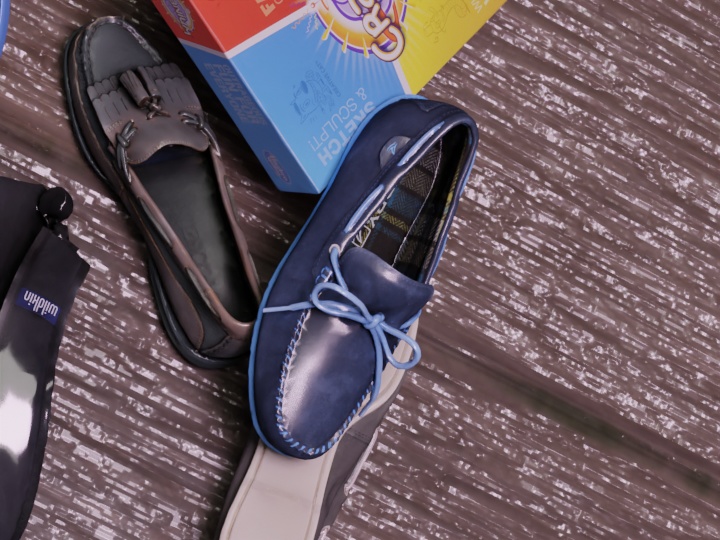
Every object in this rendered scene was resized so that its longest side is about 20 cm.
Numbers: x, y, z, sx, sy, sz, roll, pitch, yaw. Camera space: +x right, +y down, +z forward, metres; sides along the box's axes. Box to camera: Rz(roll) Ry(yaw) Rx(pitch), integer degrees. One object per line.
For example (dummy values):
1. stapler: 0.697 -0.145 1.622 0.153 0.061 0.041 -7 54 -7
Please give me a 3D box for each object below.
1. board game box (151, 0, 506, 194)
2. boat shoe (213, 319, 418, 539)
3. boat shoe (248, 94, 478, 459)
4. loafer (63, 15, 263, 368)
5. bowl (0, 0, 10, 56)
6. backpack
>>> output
1. board game box: -0.007 -0.163 1.449 0.200 0.040 0.153 -47 119 -23
2. boat shoe: -0.028 0.090 1.456 0.067 0.057 0.201 25 64 1
3. boat shoe: 0.000 0.000 1.403 0.084 0.068 0.201 23 81 -34
4. loafer: -0.095 -0.049 1.453 0.072 0.063 0.201 -21 85 -24
5. bowl: -0.271 -0.138 1.358 0.199 0.039 0.202 -2 98 -17
6. backpack: -0.223 0.057 1.344 0.166 0.127 0.201 2 75 -23
